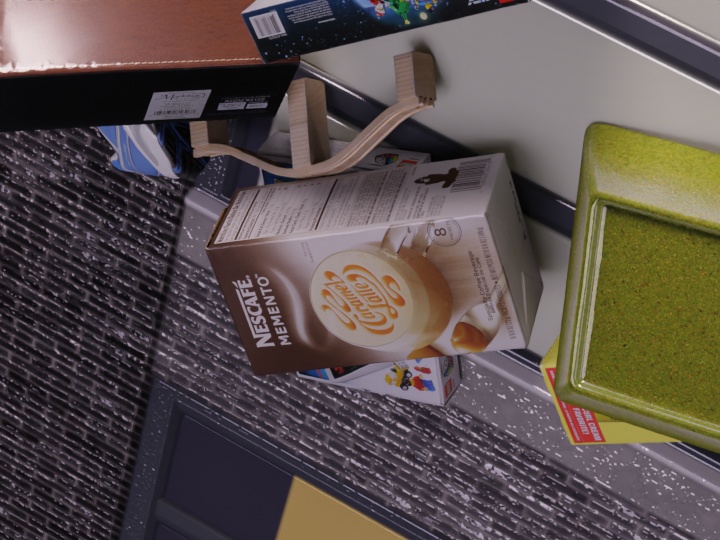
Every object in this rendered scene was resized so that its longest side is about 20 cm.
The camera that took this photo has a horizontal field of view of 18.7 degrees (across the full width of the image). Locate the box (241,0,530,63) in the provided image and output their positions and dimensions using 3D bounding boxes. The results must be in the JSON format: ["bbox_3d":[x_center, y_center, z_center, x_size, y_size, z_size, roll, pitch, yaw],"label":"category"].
[{"bbox_3d":[0.042,-0.189,1.331,0.199,0.137,0.038,-8,117,38],"label":"box"}]

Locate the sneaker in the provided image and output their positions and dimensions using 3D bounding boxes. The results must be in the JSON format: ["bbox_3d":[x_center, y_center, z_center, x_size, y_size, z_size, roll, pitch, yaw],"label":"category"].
[{"bbox_3d":[-0.179,-0.150,1.551,0.077,0.076,0.201,-5,115,38],"label":"sneaker"}]

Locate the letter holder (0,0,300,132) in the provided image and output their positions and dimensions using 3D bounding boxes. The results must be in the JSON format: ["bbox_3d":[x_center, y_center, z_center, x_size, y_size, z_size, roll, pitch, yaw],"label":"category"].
[{"bbox_3d":[-0.153,-0.179,1.445,0.101,0.199,0.143,125,139,-69],"label":"letter holder"}]

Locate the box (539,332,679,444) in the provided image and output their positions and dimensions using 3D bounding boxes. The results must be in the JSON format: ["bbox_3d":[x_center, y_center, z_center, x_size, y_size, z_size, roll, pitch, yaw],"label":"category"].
[{"bbox_3d":[0.225,0.073,1.475,0.199,0.050,0.076,-4,121,36],"label":"box"}]

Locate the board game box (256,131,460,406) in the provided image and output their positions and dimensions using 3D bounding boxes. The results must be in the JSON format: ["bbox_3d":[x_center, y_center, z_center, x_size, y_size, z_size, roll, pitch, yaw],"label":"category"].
[{"bbox_3d":[0.000,0.000,1.578,0.126,0.035,0.201,10,128,26],"label":"board game box"}]

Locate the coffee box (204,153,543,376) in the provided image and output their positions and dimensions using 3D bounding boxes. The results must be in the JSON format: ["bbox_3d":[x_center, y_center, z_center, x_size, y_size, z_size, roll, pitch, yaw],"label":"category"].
[{"bbox_3d":[0.011,-0.002,1.485,0.199,0.080,0.115,-7,122,20],"label":"coffee box"}]

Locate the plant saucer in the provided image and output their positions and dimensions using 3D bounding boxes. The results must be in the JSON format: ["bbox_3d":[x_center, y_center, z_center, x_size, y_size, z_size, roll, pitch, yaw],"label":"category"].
[{"bbox_3d":[0.211,0.026,1.399,0.199,0.048,0.201,17,114,30],"label":"plant saucer"}]

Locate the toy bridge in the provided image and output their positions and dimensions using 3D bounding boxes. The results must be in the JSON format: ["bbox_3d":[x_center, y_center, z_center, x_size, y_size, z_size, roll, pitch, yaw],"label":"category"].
[{"bbox_3d":[-0.036,-0.098,1.501,0.199,0.027,0.068,-11,81,33],"label":"toy bridge"}]
